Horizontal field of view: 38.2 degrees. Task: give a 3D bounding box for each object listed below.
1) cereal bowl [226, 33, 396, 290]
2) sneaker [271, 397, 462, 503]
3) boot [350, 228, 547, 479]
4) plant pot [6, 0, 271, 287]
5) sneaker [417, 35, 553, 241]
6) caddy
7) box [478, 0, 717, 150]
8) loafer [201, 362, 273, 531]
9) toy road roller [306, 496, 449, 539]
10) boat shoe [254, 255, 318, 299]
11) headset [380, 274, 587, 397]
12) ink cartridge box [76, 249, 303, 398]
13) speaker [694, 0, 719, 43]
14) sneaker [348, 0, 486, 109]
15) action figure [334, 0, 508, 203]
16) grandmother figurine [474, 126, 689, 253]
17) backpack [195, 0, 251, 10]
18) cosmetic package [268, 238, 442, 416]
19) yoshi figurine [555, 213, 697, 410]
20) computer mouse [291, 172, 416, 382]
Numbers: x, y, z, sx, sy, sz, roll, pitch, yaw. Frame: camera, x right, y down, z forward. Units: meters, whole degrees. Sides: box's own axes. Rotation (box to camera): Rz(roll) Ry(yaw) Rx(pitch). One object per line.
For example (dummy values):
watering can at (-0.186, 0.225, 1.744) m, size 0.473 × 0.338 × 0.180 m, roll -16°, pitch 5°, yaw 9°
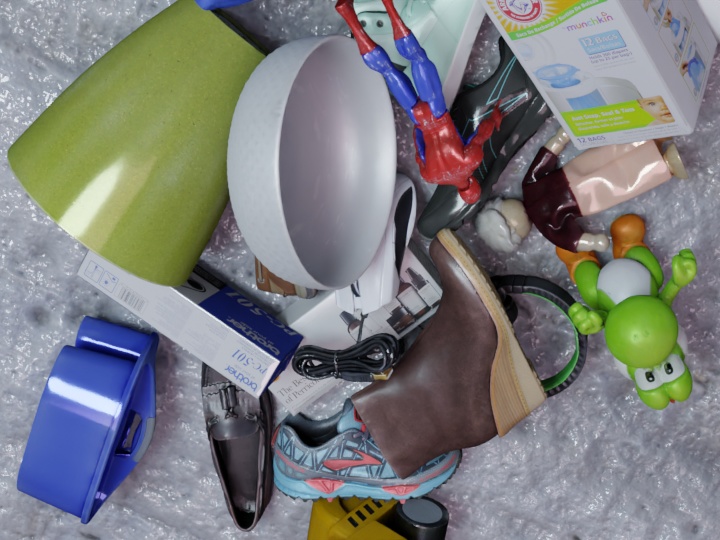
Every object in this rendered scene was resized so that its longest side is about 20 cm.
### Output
cereal bowl at (-0.047, -0.088, 0.844) m, size 0.082 × 0.200 × 0.204 m, roll 7°, pitch 116°, yaw 27°
sneaker at (0.005, 0.179, 1.055) m, size 0.195 × 0.080 × 0.097 m, roll -5°, pitch 111°, yaw 1°
boot at (0.062, 0.081, 0.944) m, size 0.164 × 0.073 × 0.202 m, roll -27°, pitch 106°, yaw 7°
plant pot at (-0.163, -0.125, 0.882) m, size 0.186 × 0.187 × 0.201 m, roll 37°, pitch 100°, yaw -15°
sneaker at (0.106, -0.119, 0.945) m, size 0.079 × 0.075 × 0.201 m, roll 36°, pitch 99°, yaw -5°
caddy at (-0.250, 0.145, 1.004) m, size 0.103 × 0.142 × 0.203 m, roll 20°, pitch 112°, yaw -6°
box at (0.189, -0.206, 0.833) m, size 0.111 × 0.103 × 0.200 m, roll -3°, pitch 142°, yaw 42°
loafer at (-0.122, 0.170, 1.057) m, size 0.070 × 0.063 × 0.204 m, roll -6°, pitch 113°, yaw 2°
toy road roller at (-0.012, 0.297, 1.051) m, size 0.144 × 0.199 × 0.125 m, roll 22°, pitch 115°, yaw 29°
boat shoe at (-0.081, -0.068, 0.955) m, size 0.070 × 0.076 × 0.204 m, roll -3°, pitch 106°, yaw 11°
headset at (0.118, 0.074, 1.003) m, size 0.196 × 0.094 × 0.126 m, roll -3°, pitch 113°, yaw 19°
ink cartridge box at (-0.153, 0.033, 0.956) m, size 0.198 × 0.094 × 0.045 m, roll 34°, pitch 104°, yaw 4°
speaker at (0.321, -0.233, 0.888) m, size 0.198 × 0.081 × 0.082 m, roll 29°, pitch 110°, yaw -11°
sneaker at (0.048, -0.242, 0.881) m, size 0.116 × 0.074 × 0.204 m, roll 13°, pitch 113°, yaw -10°
action figure at (0.058, -0.152, 0.857) m, size 0.064 × 0.099 × 0.202 m, roll -14°, pitch 118°, yaw 31°
grandmother figurine at (0.196, -0.070, 0.956) m, size 0.197 × 0.123 × 0.060 m, roll -24°, pitch 150°, yaw 19°
backpack at (-0.050, -0.297, 0.808) m, size 0.197 × 0.167 × 0.166 m, roll -16°, pitch 97°, yaw -26°
cosmetic package at (-0.015, 0.049, 1.016) m, size 0.199 × 0.051 × 0.083 m, roll -38°, pitch 107°, yaw 14°
yoshi figurine at (0.239, 0.025, 0.920) m, size 0.110 × 0.202 × 0.113 m, roll 16°, pitch 126°, yaw -23°
computer mouse at (0.000, 0.000, 0.940) m, size 0.108 × 0.204 × 0.044 m, roll -3°, pitch 159°, yaw 39°
